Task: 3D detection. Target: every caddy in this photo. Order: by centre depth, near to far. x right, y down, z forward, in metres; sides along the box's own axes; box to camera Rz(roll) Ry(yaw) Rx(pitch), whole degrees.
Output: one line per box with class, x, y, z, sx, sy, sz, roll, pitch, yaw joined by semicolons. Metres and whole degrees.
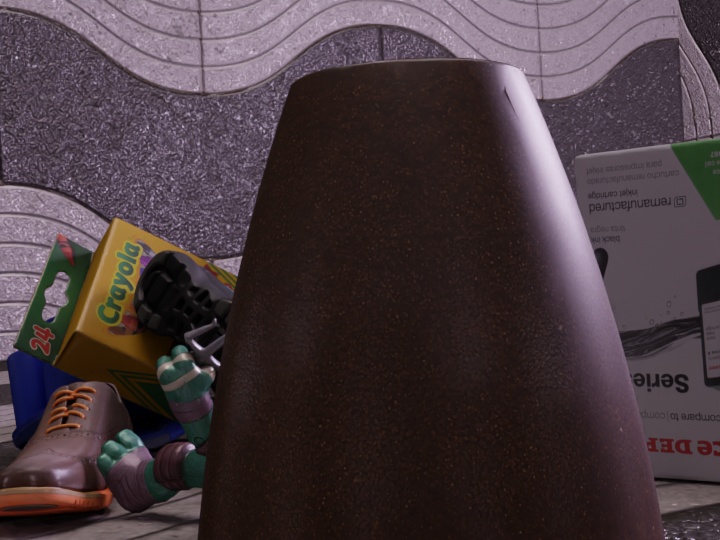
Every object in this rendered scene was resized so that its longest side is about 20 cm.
caddy;-0.193;0.099;1.031;0.199;0.106;0.141;-2;-25;-42

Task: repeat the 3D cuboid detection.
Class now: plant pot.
plant pot;0.024;0.025;0.495;0.185;0.202;0.187;-2;-1;0

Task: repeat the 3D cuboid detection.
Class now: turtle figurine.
turtle figurine;-0.050;0.087;0.683;0.149;0.102;0.199;16;-28;-38

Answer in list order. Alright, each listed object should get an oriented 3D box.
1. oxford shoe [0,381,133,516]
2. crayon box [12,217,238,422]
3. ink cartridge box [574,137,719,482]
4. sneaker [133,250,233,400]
oxford shoe;-0.184;0.107;0.773;0.071;0.074;0.200;-3;0;-1
crayon box;-0.150;0.043;0.958;0.199;0.128;0.051;26;-49;-18
ink cartridge box;0.217;0.023;0.757;0.145;0.202;0.084;-4;2;43
sneaker;-0.088;0.050;0.870;0.079;0.076;0.200;28;13;-39
